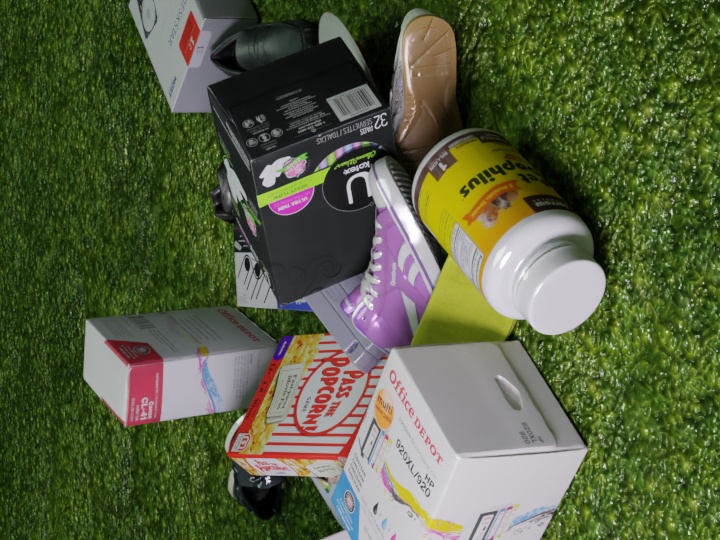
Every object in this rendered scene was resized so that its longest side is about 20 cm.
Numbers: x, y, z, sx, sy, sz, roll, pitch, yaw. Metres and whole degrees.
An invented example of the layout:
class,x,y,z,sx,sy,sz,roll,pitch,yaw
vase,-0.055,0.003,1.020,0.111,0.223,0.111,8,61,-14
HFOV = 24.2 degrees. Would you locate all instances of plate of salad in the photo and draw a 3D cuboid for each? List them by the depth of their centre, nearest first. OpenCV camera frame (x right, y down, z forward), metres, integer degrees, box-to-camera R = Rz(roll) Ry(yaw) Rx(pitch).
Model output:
class,x,y,z,sx,sy,sz,roll,pitch,yaw
plate of salad,0.004,-0.174,1.741,0.200,0.048,0.202,159,90,-77

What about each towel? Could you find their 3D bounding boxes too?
class,x,y,z,sx,sy,sz,roll,pitch,yaw
towel,0.090,0.076,1.598,0.018,0.085,0.201,-76,6,-55

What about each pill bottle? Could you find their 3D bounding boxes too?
class,x,y,z,sx,sy,sz,roll,pitch,yaw
pill bottle,0.133,-0.033,1.483,0.200,0.108,0.110,53,136,44

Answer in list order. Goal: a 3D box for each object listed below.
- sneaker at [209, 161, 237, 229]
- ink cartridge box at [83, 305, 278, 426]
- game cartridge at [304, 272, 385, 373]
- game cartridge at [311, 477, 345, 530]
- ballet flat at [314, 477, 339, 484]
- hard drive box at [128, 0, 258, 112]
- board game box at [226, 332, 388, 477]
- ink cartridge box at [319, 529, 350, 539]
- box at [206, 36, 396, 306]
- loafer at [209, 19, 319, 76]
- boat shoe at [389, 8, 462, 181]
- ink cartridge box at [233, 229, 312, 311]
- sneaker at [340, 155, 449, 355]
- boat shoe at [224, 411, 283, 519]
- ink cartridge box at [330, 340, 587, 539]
class,x,y,z,sx,sy,sz,roll,pitch,yaw
sneaker,-0.101,-0.101,1.888,0.200,0.110,0.078,-30,67,57
ink cartridge box,-0.218,0.112,2.026,0.147,0.198,0.087,35,123,54
game cartridge,0.000,0.000,1.737,0.130,0.038,0.200,-44,44,5
game cartridge,-0.028,0.176,1.862,0.200,0.040,0.134,53,133,44
ballet flat,-0.056,0.192,1.812,0.199,0.067,0.069,3,95,60
hard drive box,-0.212,-0.323,2.100,0.201,0.076,0.157,64,144,34
board game box,-0.033,0.138,1.738,0.199,0.046,0.153,-7,51,47
ink cartridge box,-0.079,0.386,1.819,0.200,0.146,0.146,-35,75,55
box,-0.049,-0.095,1.635,0.201,0.147,0.125,82,162,-47
loafer,-0.110,-0.250,1.931,0.200,0.070,0.069,1,94,60
boat shoe,0.062,-0.158,1.647,0.069,0.070,0.202,-113,24,-66
ink cartridge box,-0.085,-0.004,1.936,0.199,0.044,0.095,1,95,60
sneaker,0.022,-0.004,1.598,0.073,0.113,0.202,-78,-32,-65
boat shoe,-0.117,0.231,1.966,0.066,0.074,0.200,51,149,26
ink cartridge box,0.086,0.186,1.548,0.148,0.143,0.201,58,139,41
